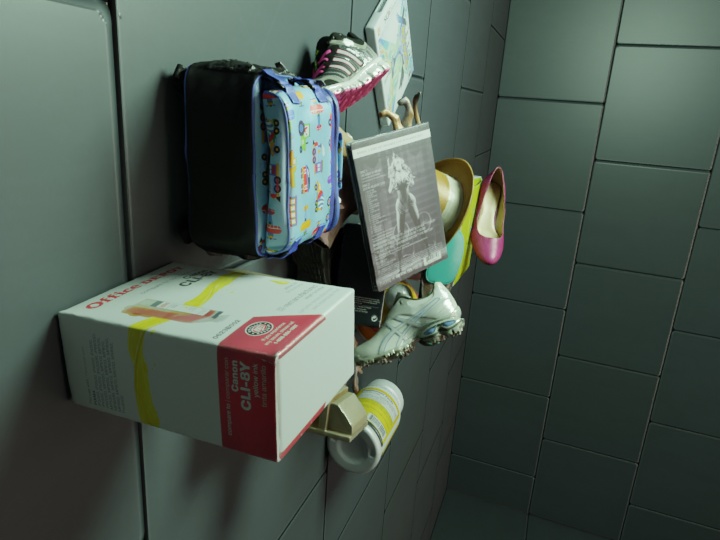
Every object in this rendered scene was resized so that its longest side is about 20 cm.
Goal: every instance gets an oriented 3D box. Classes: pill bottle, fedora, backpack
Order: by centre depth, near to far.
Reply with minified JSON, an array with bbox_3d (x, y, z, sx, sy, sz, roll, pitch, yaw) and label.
[{"bbox_3d":[-0.083,-0.117,0.563,0.200,0.132,0.187,-33,130,-64],"label":"backpack"},{"bbox_3d":[0.092,-0.111,0.881,0.081,0.199,0.204,26,70,-30],"label":"fedora"},{"bbox_3d":[0.018,0.312,1.117,0.200,0.112,0.117,-36,133,-64],"label":"pill bottle"}]

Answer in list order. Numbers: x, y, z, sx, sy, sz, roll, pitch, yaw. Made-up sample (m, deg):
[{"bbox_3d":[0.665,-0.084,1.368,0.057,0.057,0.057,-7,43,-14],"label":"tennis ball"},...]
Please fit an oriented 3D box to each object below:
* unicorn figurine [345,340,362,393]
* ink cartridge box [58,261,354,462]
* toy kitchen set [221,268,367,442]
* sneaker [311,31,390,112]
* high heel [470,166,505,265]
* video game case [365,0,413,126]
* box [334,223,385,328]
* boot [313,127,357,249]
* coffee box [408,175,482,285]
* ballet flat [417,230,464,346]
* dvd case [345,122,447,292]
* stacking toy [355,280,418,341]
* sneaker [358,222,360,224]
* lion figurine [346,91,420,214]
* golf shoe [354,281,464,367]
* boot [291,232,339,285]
[{"bbox_3d":[-0.042,0.162,0.949,0.200,0.072,0.141,-58,146,-79],"label":"unicorn figurine"},{"bbox_3d":[-0.120,0.061,0.451,0.145,0.196,0.085,-39,132,-63],"label":"ink cartridge box"},{"bbox_3d":[-0.067,0.102,0.682,0.200,0.160,0.185,-2,101,-71],"label":"toy kitchen set"},{"bbox_3d":[-0.041,-0.259,0.714,0.200,0.088,0.074,-46,-175,-41],"label":"sneaker"},{"bbox_3d":[0.258,-0.110,1.073,0.097,0.066,0.203,96,-1,-51],"label":"high heel"},{"bbox_3d":[0.060,-0.412,1.020,0.202,0.022,0.185,75,30,-52],"label":"video game case"},{"bbox_3d":[0.000,0.000,0.866,0.200,0.077,0.144,-123,-136,-86],"label":"box"},{"bbox_3d":[-0.020,-0.097,0.746,0.198,0.072,0.169,31,63,-23],"label":"boot"},{"bbox_3d":[0.130,-0.100,1.111,0.200,0.194,0.204,-28,126,-67],"label":"coffee box"},{"bbox_3d":[0.120,0.024,0.911,0.068,0.067,0.204,-156,-102,-67],"label":"ballet flat"},{"bbox_3d":[0.056,-0.090,0.757,0.147,0.016,0.204,-23,111,-35],"label":"dvd case"},{"bbox_3d":[0.064,0.064,0.996,0.200,0.143,0.149,118,-13,-75],"label":"stacking toy"},{"bbox_3d":[0.079,-0.063,0.991,0.075,0.196,0.118,-4,96,-76],"label":"sneaker"},{"bbox_3d":[0.034,-0.180,0.859,0.124,0.197,0.073,58,20,-13],"label":"lion figurine"},{"bbox_3d":[0.062,0.088,0.862,0.078,0.197,0.099,48,19,-76],"label":"golf shoe"},{"bbox_3d":[-0.057,-0.010,0.818,0.131,0.066,0.204,-58,153,-61],"label":"boot"}]
